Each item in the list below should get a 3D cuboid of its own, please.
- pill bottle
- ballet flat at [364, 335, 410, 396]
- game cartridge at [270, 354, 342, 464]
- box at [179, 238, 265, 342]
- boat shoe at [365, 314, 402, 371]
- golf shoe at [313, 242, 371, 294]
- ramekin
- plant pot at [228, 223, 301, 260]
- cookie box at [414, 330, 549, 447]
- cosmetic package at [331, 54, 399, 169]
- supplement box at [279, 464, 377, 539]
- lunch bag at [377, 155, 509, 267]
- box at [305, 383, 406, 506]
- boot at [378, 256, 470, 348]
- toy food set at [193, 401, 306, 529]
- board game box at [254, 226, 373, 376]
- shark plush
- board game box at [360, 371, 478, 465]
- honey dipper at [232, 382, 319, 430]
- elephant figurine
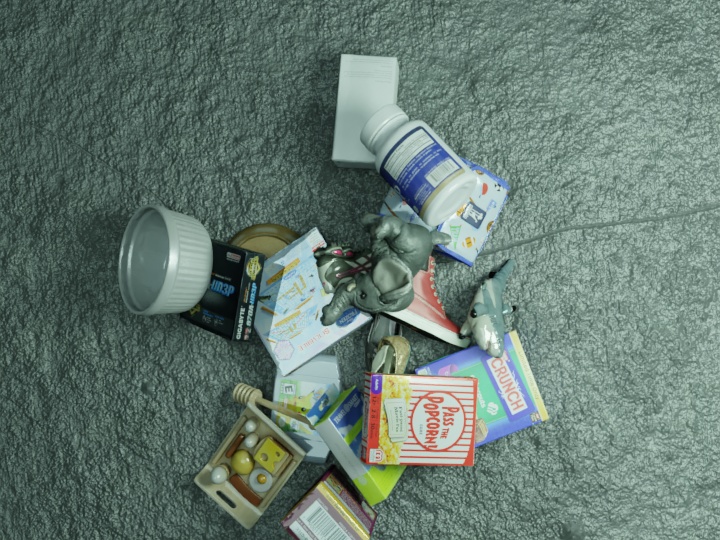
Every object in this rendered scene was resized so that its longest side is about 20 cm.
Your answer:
[{"bbox_3d":[0.095,-0.186,1.602,0.120,0.120,0.200,-42,73,2],"label":"pill bottle"},{"bbox_3d":[0.037,0.210,1.662,0.070,0.065,0.203,-8,65,46],"label":"ballet flat"},{"bbox_3d":[-0.101,0.256,1.752,0.131,0.040,0.204,5,87,2],"label":"game cartridge"},{"bbox_3d":[-0.255,0.032,1.708,0.199,0.046,0.162,16,97,50],"label":"box"},{"bbox_3d":[0.045,0.114,1.733,0.066,0.057,0.204,9,88,6],"label":"boat shoe"},{"bbox_3d":[0.000,0.000,1.696,0.198,0.077,0.090,1,79,-37],"label":"golf shoe"},{"bbox_3d":[-0.355,-0.015,1.718,0.199,0.104,0.204,-11,76,49],"label":"ramekin"},{"bbox_3d":[-0.181,0.009,1.778,0.196,0.027,0.204,0,86,6],"label":"plant pot"},{"bbox_3d":[0.220,0.223,1.700,0.197,0.075,0.174,-22,84,3],"label":"cookie box"},{"bbox_3d":[0.011,-0.295,1.749,0.111,0.081,0.204,6,88,6],"label":"cosmetic package"},{"bbox_3d":[-0.052,0.439,1.652,0.103,0.200,0.131,-44,84,2],"label":"supplement box"},{"bbox_3d":[0.153,-0.123,1.702,0.198,0.124,0.172,28,89,7],"label":"lunch bag"},{"bbox_3d":[-0.004,0.304,1.677,0.047,0.122,0.201,-32,96,33],"label":"box"},{"bbox_3d":[0.136,0.047,1.703,0.198,0.072,0.146,28,77,-20],"label":"boot"},{"bbox_3d":[-0.205,0.360,1.722,0.143,0.060,0.201,39,110,7],"label":"toy food set"},{"bbox_3d":[-0.109,0.059,1.731,0.198,0.041,0.201,-32,81,3],"label":"board game box"},{"bbox_3d":[0.242,0.067,1.691,0.082,0.201,0.092,23,134,3],"label":"shark plush"},{"bbox_3d":[0.102,0.257,1.618,0.196,0.046,0.154,3,88,-15],"label":"board game box"},{"bbox_3d":[-0.152,0.254,1.714,0.198,0.038,0.039,17,89,33],"label":"honey dipper"},{"bbox_3d":[0.041,0.015,1.602,0.154,0.140,0.203,3,77,46],"label":"elephant figurine"}]
